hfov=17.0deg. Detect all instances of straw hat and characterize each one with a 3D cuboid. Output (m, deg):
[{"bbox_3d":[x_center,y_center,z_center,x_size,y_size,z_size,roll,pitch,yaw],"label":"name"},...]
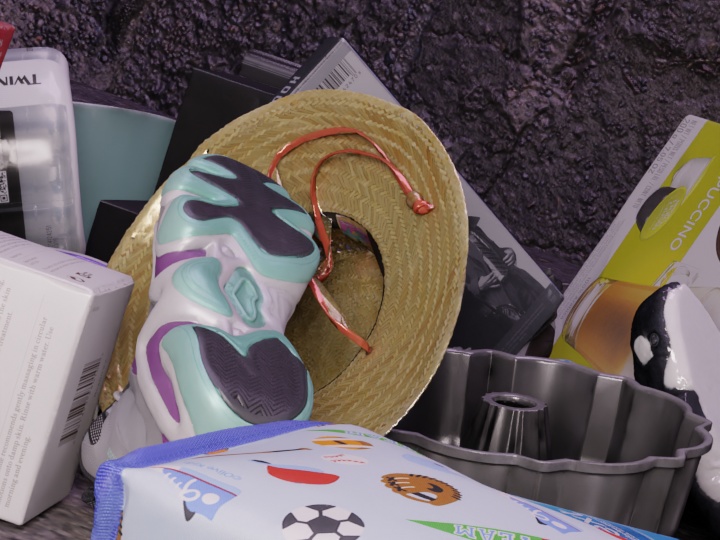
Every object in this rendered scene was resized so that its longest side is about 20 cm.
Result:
[{"bbox_3d":[-0.020,0.025,1.114,0.200,0.202,0.085,22,-13,32],"label":"straw hat"}]

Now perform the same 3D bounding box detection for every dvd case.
[{"bbox_3d":[0.000,0.000,1.270,0.200,0.150,0.025,48,-12,-23],"label":"dvd case"}]

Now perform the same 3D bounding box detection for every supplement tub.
[{"bbox_3d":[-0.250,-0.052,1.289,0.198,0.124,0.123,-5,10,-8],"label":"supplement tub"}]

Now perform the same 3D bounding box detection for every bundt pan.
[{"bbox_3d":[0.072,0.100,1.198,0.200,0.076,0.202,6,12,-1],"label":"bundt pan"}]

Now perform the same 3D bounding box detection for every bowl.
[{"bbox_3d":[-0.204,-0.039,1.446,0.199,0.106,0.201,3,-5,0],"label":"bowl"}]

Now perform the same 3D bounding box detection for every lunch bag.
[{"bbox_3d":[0.024,0.122,0.777,0.169,0.125,0.200,20,14,22],"label":"lunch bag"}]

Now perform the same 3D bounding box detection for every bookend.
[{"bbox_3d":[-0.082,-0.027,1.401,0.092,0.201,0.199,19,5,14],"label":"bookend"}]

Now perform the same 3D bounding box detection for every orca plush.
[{"bbox_3d":[0.198,0.108,1.400,0.071,0.201,0.105,-22,20,37],"label":"orca plush"}]

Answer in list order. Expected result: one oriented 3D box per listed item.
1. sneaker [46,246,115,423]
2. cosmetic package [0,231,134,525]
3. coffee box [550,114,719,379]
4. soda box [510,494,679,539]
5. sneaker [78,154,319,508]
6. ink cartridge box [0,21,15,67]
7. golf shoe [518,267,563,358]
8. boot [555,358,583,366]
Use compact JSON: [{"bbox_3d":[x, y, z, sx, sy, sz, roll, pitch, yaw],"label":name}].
[{"bbox_3d":[-0.131,0.043,1.181,0.199,0.081,0.146,25,3,5],"label":"sneaker"},{"bbox_3d":[-0.210,0.022,1.027,0.199,0.108,0.085,20,6,6],"label":"cosmetic package"},{"bbox_3d":[0.271,0.048,1.552,0.200,0.200,0.198,36,-4,-29],"label":"coffee box"},{"bbox_3d":[0.051,0.130,1.019,0.199,0.068,0.064,16,6,-20],"label":"soda box"},{"bbox_3d":[-0.081,0.047,1.039,0.077,0.140,0.201,26,31,-15],"label":"sneaker"},{"bbox_3d":[-0.242,-0.023,0.902,0.144,0.201,0.145,21,7,5],"label":"ink cartridge box"},{"bbox_3d":[0.042,0.068,1.375,0.199,0.095,0.078,-22,31,-34],"label":"golf shoe"},{"bbox_3d":[0.124,0.104,1.332,0.073,0.096,0.200,16,7,-16],"label":"boot"}]
